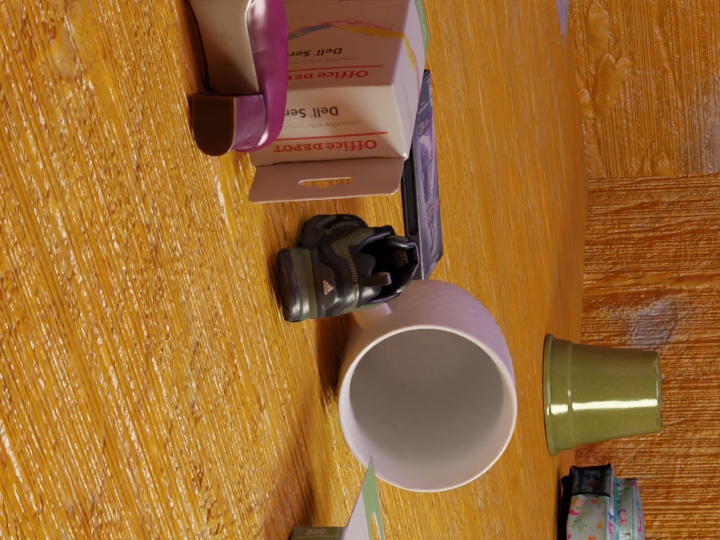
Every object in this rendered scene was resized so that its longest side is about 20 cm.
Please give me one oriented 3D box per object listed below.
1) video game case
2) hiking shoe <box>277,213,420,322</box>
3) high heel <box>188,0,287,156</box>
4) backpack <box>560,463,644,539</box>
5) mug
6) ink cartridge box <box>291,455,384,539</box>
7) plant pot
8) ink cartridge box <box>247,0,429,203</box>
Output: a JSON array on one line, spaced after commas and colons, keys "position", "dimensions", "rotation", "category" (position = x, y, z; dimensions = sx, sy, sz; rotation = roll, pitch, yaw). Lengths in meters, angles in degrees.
[{"position": [0.062, -0.098, 2.188], "dimensions": [0.143, 0.019, 0.202], "rotation": [-52, 138, -73], "category": "video game case"}, {"position": [0.000, 0.000, 1.625], "dimensions": [0.200, 0.100, 0.076], "rotation": [-53, 140, -73], "category": "hiking shoe"}, {"position": [-0.073, -0.176, 1.369], "dimensions": [0.096, 0.067, 0.202], "rotation": [-31, 134, -67], "category": "high heel"}, {"position": [0.397, 0.440, 3.514], "dimensions": [0.200, 0.149, 0.179], "rotation": [-67, 154, -56], "category": "backpack"}, {"position": [0.041, 0.063, 1.773], "dimensions": [0.201, 0.147, 0.176], "rotation": [54, 12, -14], "category": "mug"}, {"position": [-0.019, 0.255, 1.614], "dimensions": [0.200, 0.047, 0.147], "rotation": [-73, 158, -61], "category": "ink cartridge box"}, {"position": [0.398, 0.201, 3.442], "dimensions": [0.200, 0.182, 0.202], "rotation": [-2, 90, -79], "category": "plant pot"}, {"position": [-0.020, -0.135, 1.506], "dimensions": [0.201, 0.116, 0.068], "rotation": [-80, 163, -50], "category": "ink cartridge box"}]
